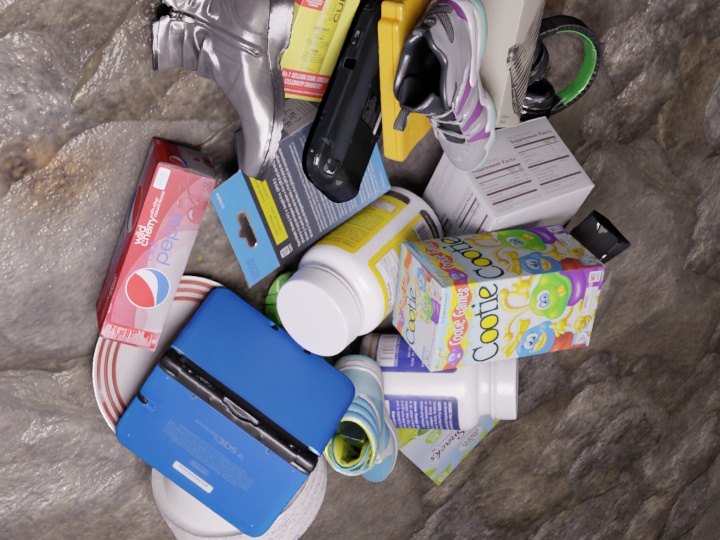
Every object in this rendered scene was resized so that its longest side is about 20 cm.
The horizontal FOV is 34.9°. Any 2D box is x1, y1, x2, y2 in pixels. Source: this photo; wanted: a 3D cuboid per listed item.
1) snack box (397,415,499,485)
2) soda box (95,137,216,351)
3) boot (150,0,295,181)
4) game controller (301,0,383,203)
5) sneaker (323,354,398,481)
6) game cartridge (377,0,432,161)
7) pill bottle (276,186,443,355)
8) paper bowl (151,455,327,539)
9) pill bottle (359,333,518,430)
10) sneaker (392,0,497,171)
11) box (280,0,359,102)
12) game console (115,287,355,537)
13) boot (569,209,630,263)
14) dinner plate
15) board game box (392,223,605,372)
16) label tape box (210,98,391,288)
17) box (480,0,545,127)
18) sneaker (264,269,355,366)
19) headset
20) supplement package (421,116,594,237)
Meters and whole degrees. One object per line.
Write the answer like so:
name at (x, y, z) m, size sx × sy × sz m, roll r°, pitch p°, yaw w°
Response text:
snack box at (0.113, 0.193, 1.621) m, size 0.169 × 0.068 × 0.200 m, roll -46°, pitch 141°, yaw -3°
soda box at (-0.209, -0.025, 1.157) m, size 0.063 × 0.070 × 0.202 m, roll 15°, pitch 112°, yaw -23°
boot at (-0.136, -0.188, 1.082) m, size 0.129 × 0.070 × 0.204 m, roll 2°, pitch 106°, yaw -13°
game controller at (-0.002, -0.171, 1.161) m, size 0.203 × 0.042 × 0.104 m, roll -69°, pitch 158°, yaw -12°
sneaker at (-0.003, 0.215, 1.371) m, size 0.078 × 0.132 × 0.202 m, roll -4°, pitch 129°, yaw 13°
game cartridge at (0.076, -0.241, 1.207) m, size 0.201 × 0.032 × 0.178 m, roll -55°, pitch 151°, yaw -42°
pill bottle at (0.000, 0.000, 1.286) m, size 0.200 × 0.113 × 0.116 m, roll -43°, pitch 146°, yaw -42°
paper bowl at (-0.143, 0.226, 1.320) m, size 0.199 × 0.201 × 0.105 m, roll -34°, pitch 137°, yaw -15°
pill bottle at (0.101, 0.142, 1.456) m, size 0.196 × 0.121 × 0.121 m, roll 1°, pitch 133°, yaw 10°
sneaker at (0.074, -0.164, 1.142) m, size 0.140 × 0.077 × 0.202 m, roll -48°, pitch 138°, yaw -41°
box at (-0.042, -0.272, 1.133) m, size 0.074 × 0.050 × 0.202 m, roll 2°, pitch 120°, yaw -42°
game console at (-0.133, 0.153, 1.242) m, size 0.172 × 0.199 × 0.118 m, roll -53°, pitch -177°, yaw 19°
boot at (0.218, 0.009, 1.370) m, size 0.199 × 0.066 × 0.164 m, roll -38°, pitch 165°, yaw 21°
dinner plate at (-0.197, 0.107, 1.260) m, size 0.197 × 0.024 × 0.204 m, roll -1°, pitch 93°, yaw -25°
board game box at (0.148, 0.027, 1.239) m, size 0.197 × 0.103 × 0.106 m, roll -7°, pitch 121°, yaw -22°
label tape box at (-0.074, -0.099, 1.230) m, size 0.199 × 0.063 × 0.145 m, roll -35°, pitch 136°, yaw -15°
box at (0.153, -0.262, 1.249) m, size 0.082 × 0.067 × 0.203 m, roll -18°, pitch 122°, yaw -62°
sneaker at (-0.056, 0.064, 1.383) m, size 0.084 × 0.076 × 0.201 m, roll -52°, pitch 145°, yaw -28°
headset at (0.197, -0.218, 1.351) m, size 0.197 × 0.095 × 0.124 m, roll -23°, pitch 136°, yaw -3°
supplement package at (0.157, -0.064, 1.376) m, size 0.154 × 0.112 × 0.201 m, roll -19°, pitch 154°, yaw -29°
